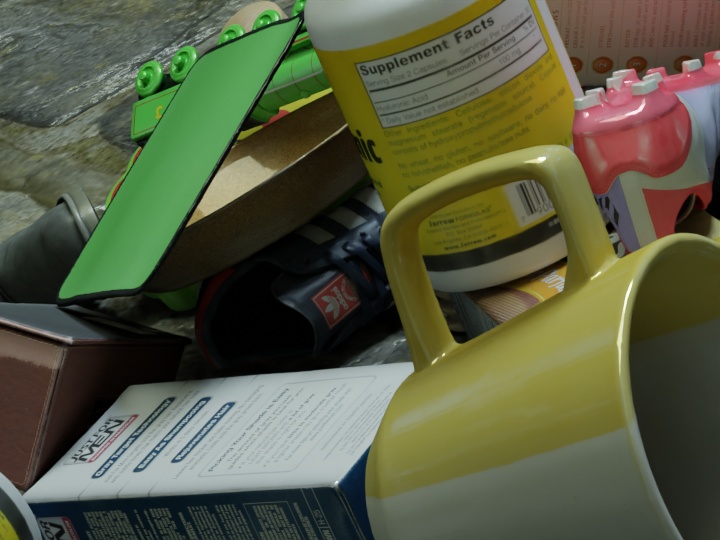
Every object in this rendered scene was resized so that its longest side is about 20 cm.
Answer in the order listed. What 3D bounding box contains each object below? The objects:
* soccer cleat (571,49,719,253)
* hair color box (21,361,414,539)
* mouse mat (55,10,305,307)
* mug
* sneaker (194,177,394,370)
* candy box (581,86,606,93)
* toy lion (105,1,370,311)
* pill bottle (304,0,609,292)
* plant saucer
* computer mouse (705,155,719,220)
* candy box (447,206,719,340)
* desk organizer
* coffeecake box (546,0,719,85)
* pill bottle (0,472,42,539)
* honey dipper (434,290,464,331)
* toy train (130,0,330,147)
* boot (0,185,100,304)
[{"bbox_3d":[0.145,-0.058,1.369,0.066,0.077,0.200,-11,5,19],"label":"soccer cleat"},{"bbox_3d":[-0.051,0.098,1.344,0.199,0.061,0.100,-6,28,39],"label":"hair color box"},{"bbox_3d":[-0.092,-0.053,1.452,0.161,0.008,0.200,-60,16,-11],"label":"mouse mat"},{"bbox_3d":[0.084,0.061,1.152,0.153,0.188,0.149,-20,-25,36],"label":"mug"},{"bbox_3d":[0.000,0.000,1.518,0.199,0.075,0.085,-28,17,19],"label":"sneaker"},{"bbox_3d":[0.177,-0.132,1.633,0.199,0.061,0.137,-22,29,4],"label":"candy box"},{"bbox_3d":[-0.053,-0.059,1.683,0.199,0.069,0.192,12,62,44],"label":"toy lion"},{"bbox_3d":[0.040,-0.101,1.373,0.111,0.201,0.111,-21,19,7],"label":"pill bottle"},{"bbox_3d":[-0.058,-0.040,1.557,0.200,0.036,0.200,-31,11,6],"label":"plant saucer"},{"bbox_3d":[0.200,-0.048,1.428,0.199,0.059,0.034,2,62,48],"label":"computer mouse"},{"bbox_3d":[0.121,0.019,1.357,0.115,0.056,0.200,-26,19,-7],"label":"candy box"},{"bbox_3d":[-0.155,0.062,1.472,0.071,0.077,0.200,15,2,13],"label":"desk organizer"},{"bbox_3d":[0.102,-0.176,1.492,0.199,0.154,0.073,-1,40,-3],"label":"coffeecake box"},{"bbox_3d":[-0.225,0.170,1.284,0.114,0.115,0.200,-14,23,24],"label":"pill bottle"},{"bbox_3d":[0.023,-0.063,1.457,0.038,0.201,0.038,-22,20,8],"label":"honey dipper"},{"bbox_3d":[-0.057,-0.112,1.642,0.199,0.042,0.057,-18,59,41],"label":"toy train"},{"bbox_3d":[-0.243,0.029,1.688,0.199,0.073,0.182,-24,-4,-18],"label":"boot"}]
